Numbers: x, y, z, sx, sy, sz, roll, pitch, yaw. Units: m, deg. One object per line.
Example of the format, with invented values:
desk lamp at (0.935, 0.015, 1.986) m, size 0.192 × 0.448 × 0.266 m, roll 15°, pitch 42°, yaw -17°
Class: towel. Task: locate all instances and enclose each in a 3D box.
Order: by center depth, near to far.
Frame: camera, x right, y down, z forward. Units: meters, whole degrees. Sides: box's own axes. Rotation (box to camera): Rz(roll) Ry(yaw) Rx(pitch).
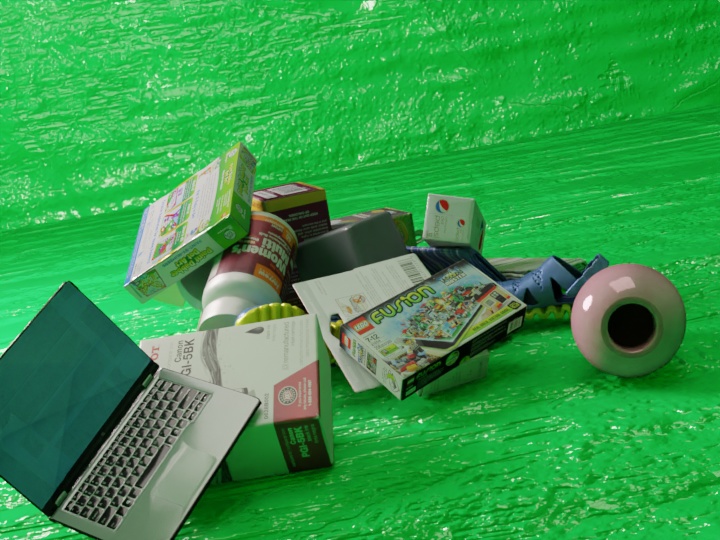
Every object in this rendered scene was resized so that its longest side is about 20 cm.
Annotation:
towel at (0.125, 0.009, 1.523) m, size 0.199 × 0.145 × 0.024 m, roll 3°, pitch 62°, yaw 46°
towel at (0.224, 0.004, 1.603) m, size 0.199 × 0.031 × 0.148 m, roll 1°, pitch 8°, yaw 43°

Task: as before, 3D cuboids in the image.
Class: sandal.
sandal at (-0.070, 0.087, 1.318) m, size 0.198 × 0.080 × 0.087 m, roll 13°, pitch -9°, yaw -31°
sandal at (0.252, 0.020, 1.386) m, size 0.198 × 0.088 × 0.080 m, roll 0°, pitch 15°, yaw 12°

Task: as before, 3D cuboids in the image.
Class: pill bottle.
pill bottle at (-0.153, 0.021, 1.426) m, size 0.108 × 0.110 × 0.201 m, roll -6°, pitch 41°, yaw 15°

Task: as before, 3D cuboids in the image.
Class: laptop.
laptop at (-0.231, 0.133, 0.974) m, size 0.198 × 0.117 × 0.188 m, roll 13°, pitch 51°, yaw 25°

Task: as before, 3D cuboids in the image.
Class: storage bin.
storage bin at (0.000, 0.000, 1.486) m, size 0.145 × 0.136 × 0.199 m, roll -23°, pitch 4°, yaw -35°

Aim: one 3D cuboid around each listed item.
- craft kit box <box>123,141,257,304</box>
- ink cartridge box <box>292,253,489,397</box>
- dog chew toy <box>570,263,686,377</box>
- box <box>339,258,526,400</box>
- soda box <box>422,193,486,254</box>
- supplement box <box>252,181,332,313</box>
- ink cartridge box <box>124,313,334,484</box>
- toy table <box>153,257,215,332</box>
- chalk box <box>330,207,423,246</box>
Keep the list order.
craft kit box at (-0.238, -0.071, 1.499) m, size 0.197 × 0.049 × 0.201 m, roll -34°, pitch 30°, yaw 22°
ink cartridge box at (0.033, 0.071, 1.264) m, size 0.172 × 0.044 × 0.200 m, roll -15°, pitch 44°, yaw -20°
dog chew toy at (0.301, 0.049, 1.202) m, size 0.123 × 0.126 × 0.200 m, roll -7°, pitch 5°, yaw 10°
box at (0.085, 0.064, 1.217) m, size 0.199 × 0.035 × 0.110 m, roll -27°, pitch 49°, yaw -32°
soda box at (0.136, -0.058, 1.501) m, size 0.067 × 0.064 × 0.200 m, roll 7°, pitch -5°, yaw 12°
supplement box at (-0.103, -0.027, 1.637) m, size 0.102 × 0.202 × 0.131 m, roll -14°, pitch 13°, yaw -19°
ink cartridge box at (-0.132, 0.136, 1.091) m, size 0.198 × 0.083 × 0.148 m, roll -9°, pitch 43°, yaw 4°
toy table at (-0.213, 0.019, 1.572) m, size 0.182 × 0.118 × 0.201 m, roll 23°, pitch 42°, yaw 4°
chalk box at (0.023, -0.030, 1.741) m, size 0.198 × 0.125 × 0.124 m, roll -13°, pitch 12°, yaw -18°
